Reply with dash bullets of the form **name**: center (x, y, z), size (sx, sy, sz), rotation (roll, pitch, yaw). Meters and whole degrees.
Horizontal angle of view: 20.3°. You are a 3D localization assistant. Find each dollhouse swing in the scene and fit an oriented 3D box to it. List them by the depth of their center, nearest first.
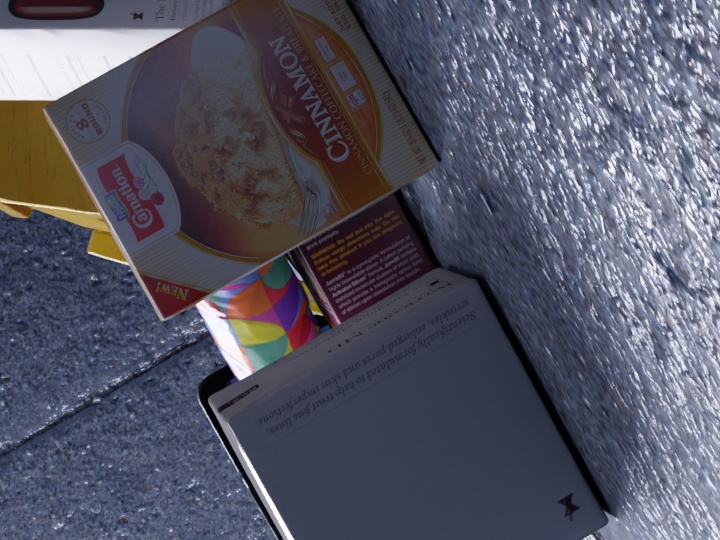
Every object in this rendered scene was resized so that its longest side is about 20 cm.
- **dollhouse swing**: center (-0.186, -0.104, 1.678), size (0.176, 0.200, 0.182), rotation (-17, -67, -67)

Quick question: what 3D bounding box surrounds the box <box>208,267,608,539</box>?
- **box**: center (0.030, 0.131, 1.398), size (0.200, 0.199, 0.131), rotation (62, 173, -8)

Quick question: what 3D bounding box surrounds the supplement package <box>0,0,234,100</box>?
- **supplement package**: center (-0.190, -0.200, 1.515), size (0.110, 0.200, 0.114), rotation (75, -163, -64)

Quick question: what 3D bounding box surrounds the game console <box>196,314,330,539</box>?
- **game console**: center (-0.015, 0.141, 1.783), size (0.171, 0.200, 0.118), rotation (56, 173, 29)

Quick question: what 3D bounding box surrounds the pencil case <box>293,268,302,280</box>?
- **pencil case**: center (-0.037, 0.015, 1.929), size (0.200, 0.091, 0.083), rotation (69, -151, -48)

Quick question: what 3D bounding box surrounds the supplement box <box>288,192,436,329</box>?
- **supplement box**: center (0.016, 0.021, 1.525), size (0.200, 0.086, 0.110), rotation (61, 174, -11)

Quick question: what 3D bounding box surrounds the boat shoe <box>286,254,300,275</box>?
- **boat shoe**: center (-0.055, -0.088, 1.703), size (0.074, 0.076, 0.200), rotation (-122, 12, -68)

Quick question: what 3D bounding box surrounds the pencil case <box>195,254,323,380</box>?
- **pencil case**: center (-0.076, 0.026, 1.528), size (0.088, 0.088, 0.200), rotation (55, 170, 38)

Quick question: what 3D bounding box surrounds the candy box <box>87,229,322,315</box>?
- **candy box**: center (-0.122, 0.003, 1.710), size (0.200, 0.026, 0.102), rotation (14, 180, 19)

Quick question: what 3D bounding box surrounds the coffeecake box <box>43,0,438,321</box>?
- **coffeecake box**: center (-0.077, -0.082, 1.281), size (0.154, 0.200, 0.073), rotation (60, 174, -1)
